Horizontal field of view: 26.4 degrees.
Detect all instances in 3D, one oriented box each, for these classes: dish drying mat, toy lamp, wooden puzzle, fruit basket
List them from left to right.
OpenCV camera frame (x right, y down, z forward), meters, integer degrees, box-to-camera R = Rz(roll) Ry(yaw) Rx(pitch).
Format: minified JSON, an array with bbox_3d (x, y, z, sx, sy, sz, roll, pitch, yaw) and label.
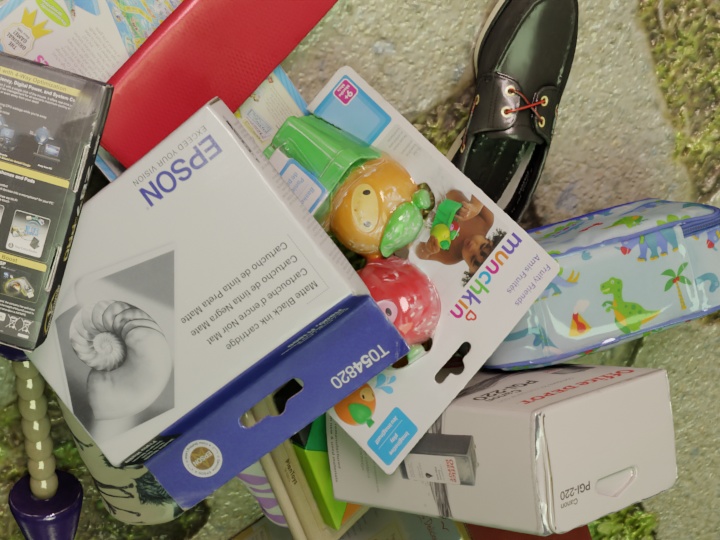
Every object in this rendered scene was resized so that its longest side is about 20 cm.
[{"bbox_3d":[-0.233,0.121,1.115,0.058,0.058,0.201,-7,124,-15],"label":"toy lamp"},{"bbox_3d":[-0.086,-0.143,0.959,0.200,0.018,0.077,-47,127,-1],"label":"dish drying mat"},{"bbox_3d":[0.000,0.000,0.992,0.186,0.200,0.094,-51,157,20],"label":"fruit basket"},{"bbox_3d":[0.003,0.097,1.127,0.200,0.037,0.186,-45,133,-30],"label":"wooden puzzle"}]

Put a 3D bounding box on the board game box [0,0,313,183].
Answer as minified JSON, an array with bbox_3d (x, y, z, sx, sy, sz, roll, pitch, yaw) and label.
[{"bbox_3d":[-0.134,-0.129,0.971,0.134,0.034,0.200,-42,127,-7],"label":"board game box"}]

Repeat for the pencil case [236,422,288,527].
[{"bbox_3d":[-0.075,0.102,1.138,0.084,0.086,0.201,-28,127,-7],"label":"pencil case"}]

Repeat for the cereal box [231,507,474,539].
[{"bbox_3d":[-0.014,0.224,1.206,0.199,0.144,0.040,-35,127,7],"label":"cereal box"}]

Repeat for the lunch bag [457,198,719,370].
[{"bbox_3d":[0.158,0.007,1.111,0.199,0.161,0.083,-16,96,-6],"label":"lunch bag"}]

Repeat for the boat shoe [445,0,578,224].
[{"bbox_3d":[0.109,-0.110,1.072,0.073,0.063,0.202,8,119,-21],"label":"boat shoe"}]

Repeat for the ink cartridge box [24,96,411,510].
[{"bbox_3d":[-0.103,0.031,0.955,0.199,0.041,0.200,-37,97,15],"label":"ink cartridge box"}]

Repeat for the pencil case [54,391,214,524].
[{"bbox_3d":[-0.162,0.098,1.085,0.089,0.078,0.201,-9,139,0],"label":"pencil case"}]

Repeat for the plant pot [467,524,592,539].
[{"bbox_3d":[0.115,0.264,1.257,0.199,0.178,0.201,-9,125,-13],"label":"plant pot"}]

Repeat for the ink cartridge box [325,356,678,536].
[{"bbox_3d":[0.094,0.114,1.050,0.145,0.199,0.085,-12,100,-43],"label":"ink cartridge box"}]

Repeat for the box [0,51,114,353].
[{"bbox_3d":[-0.259,-0.058,0.884,0.199,0.049,0.162,16,98,-4],"label":"box"}]
